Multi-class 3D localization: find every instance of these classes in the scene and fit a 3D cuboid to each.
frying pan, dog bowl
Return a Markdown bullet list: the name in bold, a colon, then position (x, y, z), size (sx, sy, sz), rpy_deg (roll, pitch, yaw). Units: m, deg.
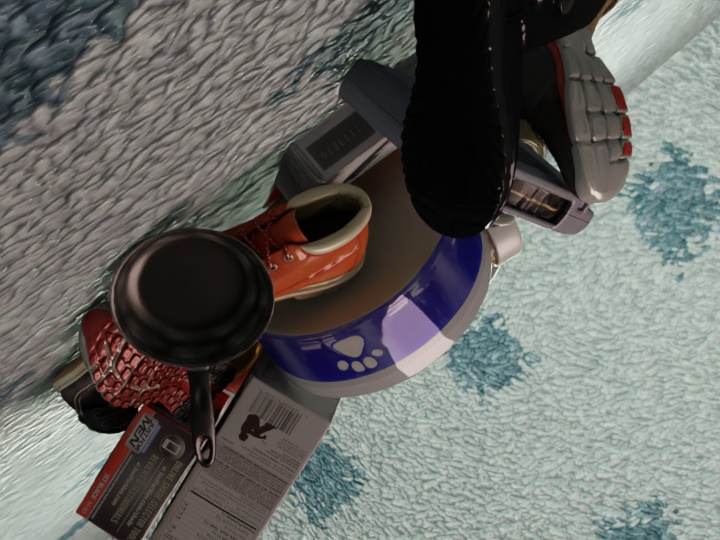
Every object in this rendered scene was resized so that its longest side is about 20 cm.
- **frying pan**: position (-0.103, 0.046, 1.301), size (0.115, 0.190, 0.031), rpy_deg (-23, -149, 8)
- **dog bowl**: position (0.000, 0.000, 1.467), size (0.200, 0.079, 0.200), rpy_deg (-19, -139, 18)

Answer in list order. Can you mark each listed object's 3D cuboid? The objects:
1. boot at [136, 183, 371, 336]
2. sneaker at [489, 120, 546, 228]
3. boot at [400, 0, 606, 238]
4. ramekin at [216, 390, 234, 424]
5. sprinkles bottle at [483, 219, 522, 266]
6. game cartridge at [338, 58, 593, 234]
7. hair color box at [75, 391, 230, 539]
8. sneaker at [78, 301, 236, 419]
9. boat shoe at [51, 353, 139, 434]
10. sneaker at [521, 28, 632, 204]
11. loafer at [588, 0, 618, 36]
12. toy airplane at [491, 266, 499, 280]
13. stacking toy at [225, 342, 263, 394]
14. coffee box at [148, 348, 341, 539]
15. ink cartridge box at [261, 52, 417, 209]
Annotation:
- **boot**: position (-0.083, -0.009, 1.334), size (0.200, 0.075, 0.107), rpy_deg (-22, 165, -19)
- **sneaker**: position (0.132, -0.125, 1.482), size (0.090, 0.067, 0.200), rpy_deg (-113, -140, -68)
- **boot**: position (0.101, -0.136, 1.157), size (0.168, 0.076, 0.200), rpy_deg (-31, 128, -47)
- **ramekin**: position (-0.122, 0.077, 1.864), size (0.202, 0.094, 0.202), rpy_deg (-39, 176, -3)
- **sprinkles bottle**: position (0.041, 0.001, 1.584), size (0.200, 0.068, 0.068), rpy_deg (-28, 174, -11)
- **game cartridge**: position (0.073, -0.088, 1.293), size (0.040, 0.133, 0.200), rpy_deg (-52, 147, 15)
- **hair color box**: position (-0.174, 0.155, 1.567), size (0.111, 0.064, 0.200), rpy_deg (-57, -177, 6)
- **sneaker**: position (-0.173, 0.061, 1.429), size (0.078, 0.082, 0.200), rpy_deg (-44, 158, 1)
- **boat shoe**: position (-0.213, 0.101, 1.542), size (0.072, 0.065, 0.200), rpy_deg (-38, 175, -13)
- **sneaker**: position (0.136, -0.131, 1.333), size (0.082, 0.200, 0.077), rpy_deg (-29, 153, 34)
- **loafer**: position (0.170, -0.203, 1.593), size (0.200, 0.067, 0.076), rpy_deg (-35, 174, -41)
- **toy airplane**: position (0.071, -0.034, 1.879), size (0.199, 0.141, 0.200), rpy_deg (-25, -150, 18)
- **stacking toy**: position (-0.110, 0.053, 1.603), size (0.146, 0.146, 0.200), rpy_deg (-41, 153, 20)
- **coffee box**: position (-0.096, 0.165, 1.544), size (0.200, 0.080, 0.113), rpy_deg (-58, -177, 20)
- **ink cartridge box**: position (0.019, -0.113, 1.436), size (0.200, 0.044, 0.174), rpy_deg (-38, 174, -17)
